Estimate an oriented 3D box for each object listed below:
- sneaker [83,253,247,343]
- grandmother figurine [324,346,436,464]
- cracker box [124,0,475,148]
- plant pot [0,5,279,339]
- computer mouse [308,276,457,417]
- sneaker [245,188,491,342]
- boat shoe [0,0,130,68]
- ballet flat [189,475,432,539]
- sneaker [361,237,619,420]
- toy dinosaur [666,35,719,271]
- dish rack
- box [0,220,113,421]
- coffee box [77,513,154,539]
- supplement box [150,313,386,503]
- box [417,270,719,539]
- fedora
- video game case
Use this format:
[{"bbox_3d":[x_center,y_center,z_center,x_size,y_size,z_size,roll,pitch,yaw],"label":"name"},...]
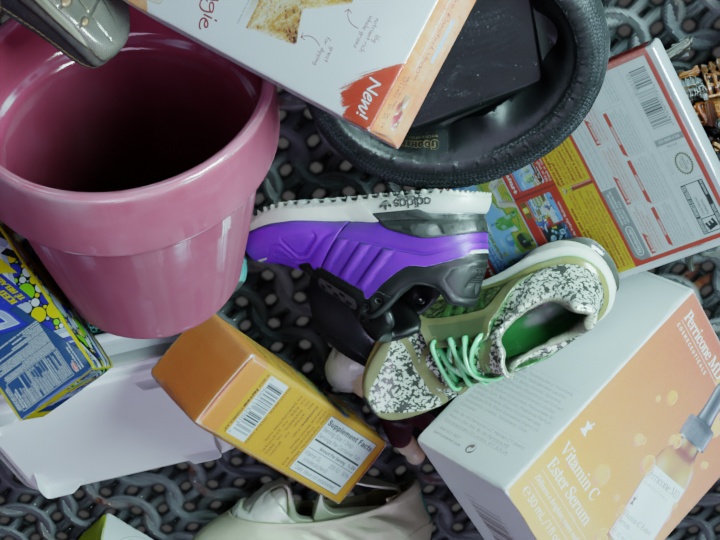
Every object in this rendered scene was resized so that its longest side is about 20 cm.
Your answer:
[{"bbox_3d":[-0.177,0.014,1.229,0.197,0.078,0.092,-4,141,5],"label":"sneaker"},{"bbox_3d":[0.062,0.101,1.294,0.199,0.061,0.122,26,105,-21],"label":"grandmother figurine"},{"bbox_3d":[-0.034,-0.178,1.007,0.199,0.058,0.135,29,93,20],"label":"cracker box"},{"bbox_3d":[-0.147,-0.060,1.109,0.197,0.202,0.180,-3,141,0],"label":"plant pot"},{"bbox_3d":[0.055,0.046,1.230,0.199,0.053,0.139,31,82,-14],"label":"computer mouse"},{"bbox_3d":[0.000,0.000,1.158,0.198,0.069,0.101,-4,89,36],"label":"sneaker"},{"bbox_3d":[-0.224,-0.197,1.053,0.200,0.074,0.073,47,131,3],"label":"boat shoe"},{"bbox_3d":[-0.042,0.194,1.358,0.197,0.070,0.070,-3,125,-2],"label":"ballet flat"},{"bbox_3d":[0.082,0.049,1.147,0.199,0.089,0.077,-31,104,18],"label":"sneaker"},{"bbox_3d":[0.221,-0.082,1.170,0.199,0.102,0.136,-29,107,38],"label":"toy dinosaur"},{"bbox_3d":[-0.190,0.112,1.269,0.198,0.044,0.172,-14,144,7],"label":"dish rack"},{"bbox_3d":[-0.252,0.001,1.144,0.064,0.070,0.201,-34,87,1],"label":"box"},{"bbox_3d":[-0.197,0.363,1.378,0.197,0.201,0.200,35,117,-22],"label":"coffee box"},{"bbox_3d":[-0.063,0.102,1.233,0.069,0.066,0.200,-49,142,-1],"label":"supplement box"},{"bbox_3d":[0.168,0.117,1.219,0.200,0.106,0.153,-45,124,-15],"label":"box"},{"bbox_3d":[0.058,-0.151,1.099,0.198,0.092,0.202,-1,125,-1],"label":"fedora"},{"bbox_3d":[0.145,-0.057,1.151,0.199,0.017,0.144,-21,106,33],"label":"video game case"}]
